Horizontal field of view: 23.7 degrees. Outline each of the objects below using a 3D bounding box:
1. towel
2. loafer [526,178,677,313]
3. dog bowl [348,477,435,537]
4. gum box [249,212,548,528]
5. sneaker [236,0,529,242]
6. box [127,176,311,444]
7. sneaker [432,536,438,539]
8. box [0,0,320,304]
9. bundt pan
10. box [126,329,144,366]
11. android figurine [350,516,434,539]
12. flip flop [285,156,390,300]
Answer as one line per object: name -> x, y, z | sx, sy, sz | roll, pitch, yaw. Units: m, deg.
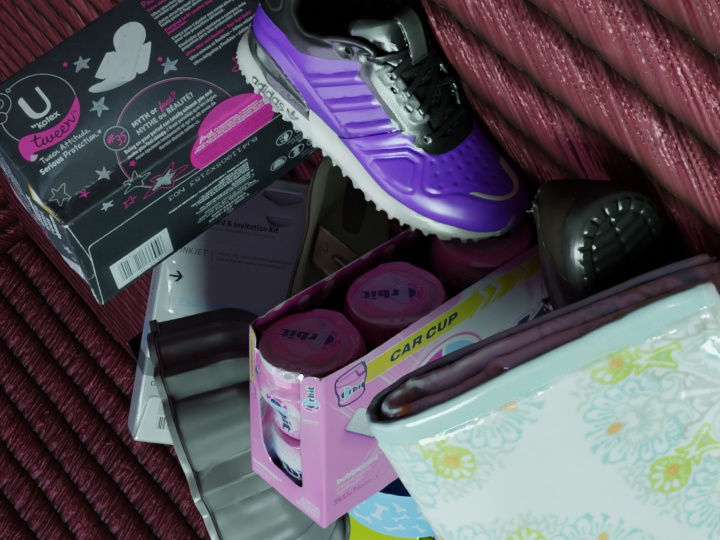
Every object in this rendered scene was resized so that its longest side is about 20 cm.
towel -> 0.126, 0.095, 0.861 | 0.171, 0.199, 0.048 | 60, -164, -27
loafer -> 0.138, 0.026, 0.910 | 0.071, 0.073, 0.200 | 46, 158, 51
dog bowl -> 0.049, 0.088, 1.070 | 0.111, 0.200, 0.050 | 17, 131, 20
gum box -> 0.022, 0.049, 0.988 | 0.066, 0.200, 0.114 | 34, 140, 34
sneaker -> 0.019, -0.102, 0.972 | 0.200, 0.070, 0.100 | 38, 137, 8
box -> -0.076, 0.031, 1.241 | 0.041, 0.155, 0.201 | -144, 63, -71
sneaker -> 0.071, 0.171, 1.107 | 0.200, 0.080, 0.086 | 54, 133, 26
box -> -0.131, -0.097, 1.119 | 0.115, 0.200, 0.132 | 50, 167, 20
bundt pan -> -0.064, 0.113, 1.094 | 0.202, 0.076, 0.203 | -21, -90, -90
box -> -0.077, 0.036, 1.338 | 0.079, 0.200, 0.141 | 55, 174, -9
android figurine -> -0.021, 0.185, 1.195 | 0.200, 0.182, 0.041 | 33, -165, 21
flip flop -> 0.000, 0.000, 1.145 | 0.081, 0.201, 0.058 | 24, 147, -30
